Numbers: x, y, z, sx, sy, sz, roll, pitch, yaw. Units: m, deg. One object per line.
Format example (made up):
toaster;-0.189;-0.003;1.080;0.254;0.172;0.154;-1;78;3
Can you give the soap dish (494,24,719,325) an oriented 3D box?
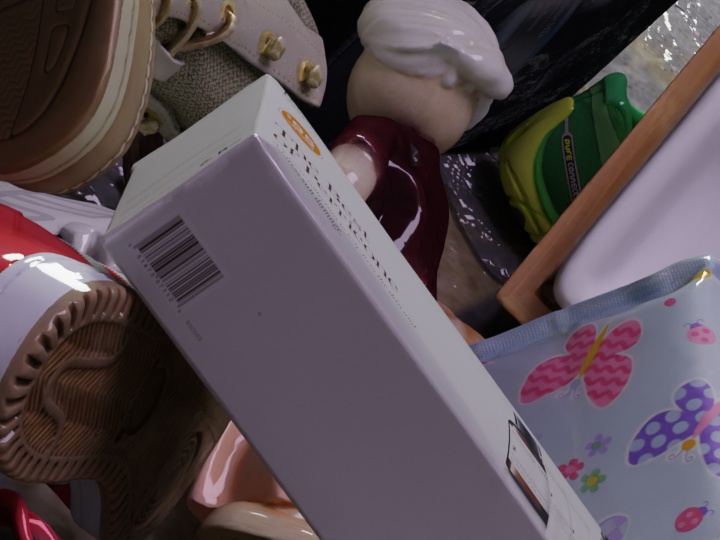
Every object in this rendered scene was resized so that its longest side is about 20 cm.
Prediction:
soap dish;0.162;0.016;1.116;0.200;0.157;0.081;43;-11;-14

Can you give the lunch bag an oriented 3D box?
lunch bag;0.108;0.130;0.937;0.200;0.127;0.170;53;21;-35

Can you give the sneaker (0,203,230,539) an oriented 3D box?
sneaker;-0.100;0.014;0.785;0.112;0.071;0.200;28;-6;15

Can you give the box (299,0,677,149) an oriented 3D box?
box;0.042;-0.145;1.106;0.200;0.197;0.118;-7;60;-55

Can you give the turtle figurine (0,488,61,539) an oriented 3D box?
turtle figurine;-0.127;0.107;0.700;0.150;0.101;0.200;32;39;-24

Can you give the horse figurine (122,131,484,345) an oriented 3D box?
horse figurine;-0.005;0.016;1.005;0.200;0.050;0.133;19;35;-42

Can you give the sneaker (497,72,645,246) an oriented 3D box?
sneaker;0.147;-0.007;1.191;0.200;0.084;0.074;32;33;-25

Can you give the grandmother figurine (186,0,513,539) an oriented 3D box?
grandmother figurine;0.000;0.000;0.916;0.060;0.121;0.201;12;64;8

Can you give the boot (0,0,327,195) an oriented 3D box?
boot;-0.065;-0.071;0.874;0.155;0.072;0.200;50;20;-45

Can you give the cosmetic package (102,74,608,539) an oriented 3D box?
cosmetic package;0.015;0.049;0.760;0.200;0.051;0.083;54;7;-12

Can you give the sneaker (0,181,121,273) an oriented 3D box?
sneaker;-0.112;-0.003;0.869;0.200;0.075;0.081;5;38;-45
